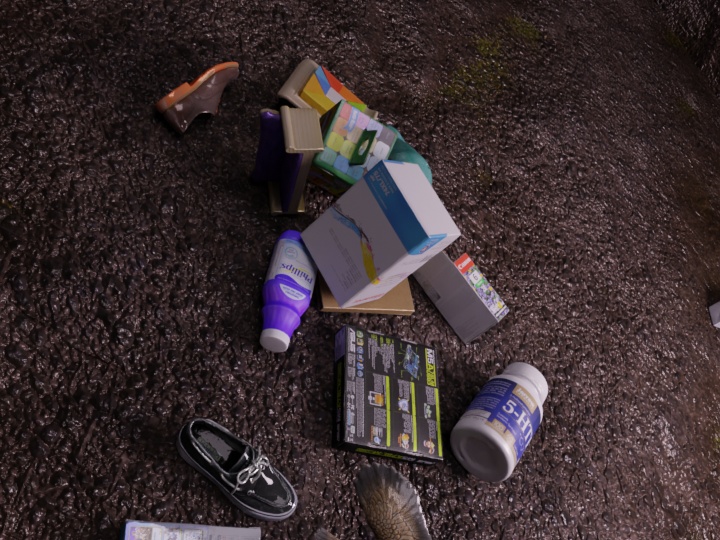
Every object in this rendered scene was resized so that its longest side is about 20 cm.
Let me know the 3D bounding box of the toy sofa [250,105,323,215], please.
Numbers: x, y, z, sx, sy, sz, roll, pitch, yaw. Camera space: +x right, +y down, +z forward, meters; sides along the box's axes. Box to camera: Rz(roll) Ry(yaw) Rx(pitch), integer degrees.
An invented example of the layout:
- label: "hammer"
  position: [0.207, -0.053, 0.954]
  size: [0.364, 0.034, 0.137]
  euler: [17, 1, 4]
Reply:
- label: "toy sofa"
  position: [-0.128, -0.179, 1.111]
  size: [0.094, 0.201, 0.085]
  euler: [-3, 64, -17]

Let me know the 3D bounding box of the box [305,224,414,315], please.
- label: "box"
  position: [0.000, 0.000, 1.207]
  size: [0.195, 0.021, 0.168]
  euler: [5, 61, -31]

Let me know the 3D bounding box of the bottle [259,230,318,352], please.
- label: "bottle"
  position: [-0.120, 0.033, 1.080]
  size: [0.082, 0.065, 0.205]
  euler: [25, 52, -18]

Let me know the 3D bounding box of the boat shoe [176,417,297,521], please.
- label: "boat shoe"
  position: [-0.162, 0.271, 0.910]
  size: [0.199, 0.068, 0.074]
  euler: [43, 49, -5]

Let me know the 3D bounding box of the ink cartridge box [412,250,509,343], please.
- label: "ink cartridge box"
  position: [0.180, 0.028, 1.250]
  size: [0.050, 0.109, 0.202]
  euler: [-33, 83, -40]

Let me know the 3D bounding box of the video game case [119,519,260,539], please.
- label: "video game case"
  position: [-0.214, 0.421, 0.803]
  size: [0.177, 0.045, 0.206]
  euler: [15, 56, -27]

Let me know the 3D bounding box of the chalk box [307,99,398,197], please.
- label: "chalk box"
  position: [-0.022, -0.213, 1.181]
  size: [0.122, 0.199, 0.128]
  euler: [27, 83, -15]

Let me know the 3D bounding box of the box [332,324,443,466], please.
- label: "box"
  position: [0.046, 0.208, 1.101]
  size: [0.188, 0.047, 0.205]
  euler: [18, 54, -27]

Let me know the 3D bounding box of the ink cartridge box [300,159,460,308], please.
- label: "ink cartridge box"
  position: [0.033, -0.059, 1.091]
  size: [0.148, 0.199, 0.146]
  euler: [58, 26, 12]

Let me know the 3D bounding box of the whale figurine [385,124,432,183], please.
- label: "whale figurine"
  position: [0.088, -0.214, 1.325]
  size: [0.159, 0.101, 0.204]
  euler: [47, 30, -41]

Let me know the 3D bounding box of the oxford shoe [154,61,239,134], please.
- label: "oxford shoe"
  position: [-0.281, -0.314, 1.191]
  size: [0.200, 0.070, 0.074]
  euler: [-48, 112, -37]

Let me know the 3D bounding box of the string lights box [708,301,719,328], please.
- label: "string lights box"
  position: [1.044, 0.131, 1.759]
  size: [0.195, 0.103, 0.060]
  euler: [20, 52, -22]

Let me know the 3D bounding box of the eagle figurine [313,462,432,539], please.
- label: "eagle figurine"
  position: [0.031, 0.398, 0.912]
  size: [0.147, 0.205, 0.153]
  euler: [-18, 29, 0]

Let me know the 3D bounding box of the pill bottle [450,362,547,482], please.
- label: "pill bottle"
  position: [0.252, 0.257, 1.156]
  size: [0.120, 0.120, 0.199]
  euler: [47, 49, 1]

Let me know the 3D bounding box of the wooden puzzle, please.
- label: "wooden puzzle"
  position: [-0.059, -0.343, 1.342]
  size: [0.197, 0.037, 0.187]
  euler: [34, 39, -11]
